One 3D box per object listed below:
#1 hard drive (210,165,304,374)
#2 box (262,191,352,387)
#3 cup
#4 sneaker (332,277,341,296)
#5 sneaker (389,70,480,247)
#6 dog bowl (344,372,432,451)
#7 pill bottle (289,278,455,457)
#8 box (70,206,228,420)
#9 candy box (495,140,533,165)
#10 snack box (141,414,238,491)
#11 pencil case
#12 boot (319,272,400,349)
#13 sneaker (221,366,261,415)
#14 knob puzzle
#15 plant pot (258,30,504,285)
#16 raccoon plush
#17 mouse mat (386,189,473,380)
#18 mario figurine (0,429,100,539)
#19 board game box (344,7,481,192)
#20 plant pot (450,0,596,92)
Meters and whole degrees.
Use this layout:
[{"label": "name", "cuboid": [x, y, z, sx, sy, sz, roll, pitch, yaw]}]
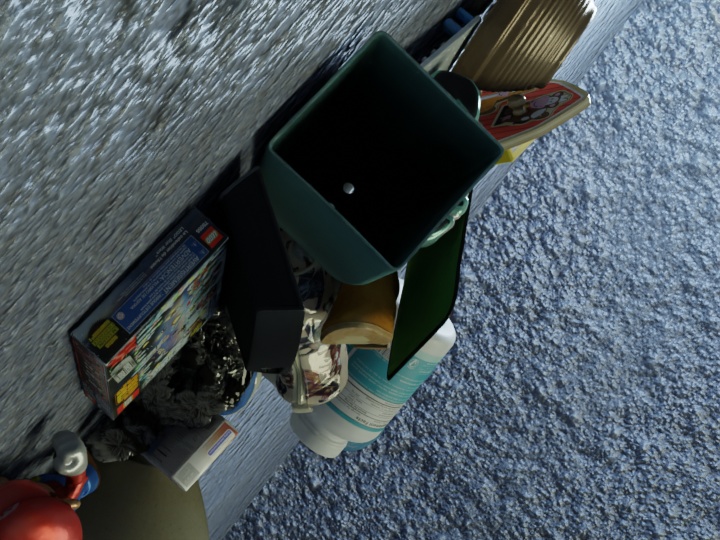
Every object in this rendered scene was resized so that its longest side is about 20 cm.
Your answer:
[{"label": "hard drive", "cuboid": [-0.086, 0.009, 1.232, 0.042, 0.136, 0.200, -15, 165, -12]}, {"label": "box", "cuboid": [-0.048, 0.021, 1.704, 0.200, 0.097, 0.124, -51, 174, 14]}, {"label": "cup", "cuboid": [-0.230, 0.248, 1.479, 0.200, 0.199, 0.144, 5, 99, -83]}, {"label": "sneaker", "cuboid": [-0.033, 0.027, 1.599, 0.060, 0.104, 0.201, -114, -157, -66]}, {"label": "sneaker", "cuboid": [0.058, -0.082, 1.476, 0.140, 0.077, 0.201, 123, -12, -56]}, {"label": "dog bowl", "cuboid": [0.005, 0.120, 1.760, 0.200, 0.111, 0.050, -50, 162, 7]}, {"label": "pill bottle", "cuboid": [0.006, 0.112, 1.668, 0.200, 0.111, 0.111, -51, 174, 18]}, {"label": "box", "cuboid": [-0.168, 0.040, 1.214, 0.137, 0.040, 0.200, -47, 174, -17]}, {"label": "candy box", "cuboid": [0.104, -0.138, 1.652, 0.199, 0.027, 0.102, -6, -156, 39]}, {"label": "snack box", "cuboid": [-0.180, 0.150, 1.433, 0.072, 0.024, 0.200, -48, -156, -11]}, {"label": "pencil case", "cuboid": [-0.061, 0.048, 1.496, 0.201, 0.077, 0.090, 81, 30, -42]}, {"label": "boot", "cuboid": [0.001, 0.000, 1.454, 0.201, 0.070, 0.145, 32, 58, -80]}, {"label": "sneaker", "cuboid": [-0.145, 0.104, 1.577, 0.111, 0.077, 0.200, -52, 173, -47]}, {"label": "knob puzzle", "cuboid": [0.146, -0.172, 1.607, 0.218, 0.031, 0.220, -16, -157, 7]}, {"label": "plant pot", "cuboid": [-0.003, -0.077, 1.274, 0.141, 0.141, 0.200, -47, -177, -18]}, {"label": "raccoon plush", "cuboid": [-0.171, 0.082, 1.404, 0.199, 0.097, 0.134, -25, -162, 26]}, {"label": "mouse mat", "cuboid": [0.070, -0.006, 1.468, 0.161, 0.007, 0.201, 129, -22, -56]}, {"label": "mario figurine", "cuboid": [-0.279, 0.189, 1.277, 0.200, 0.105, 0.124, -132, -134, -86]}, {"label": "board game box", "cuboid": [0.024, -0.152, 1.502, 0.200, 0.026, 0.200, -45, 173, -43]}, {"label": "plant pot", "cuboid": [0.181, -0.256, 1.576, 0.201, 0.092, 0.201, -55, -179, 2]}]
